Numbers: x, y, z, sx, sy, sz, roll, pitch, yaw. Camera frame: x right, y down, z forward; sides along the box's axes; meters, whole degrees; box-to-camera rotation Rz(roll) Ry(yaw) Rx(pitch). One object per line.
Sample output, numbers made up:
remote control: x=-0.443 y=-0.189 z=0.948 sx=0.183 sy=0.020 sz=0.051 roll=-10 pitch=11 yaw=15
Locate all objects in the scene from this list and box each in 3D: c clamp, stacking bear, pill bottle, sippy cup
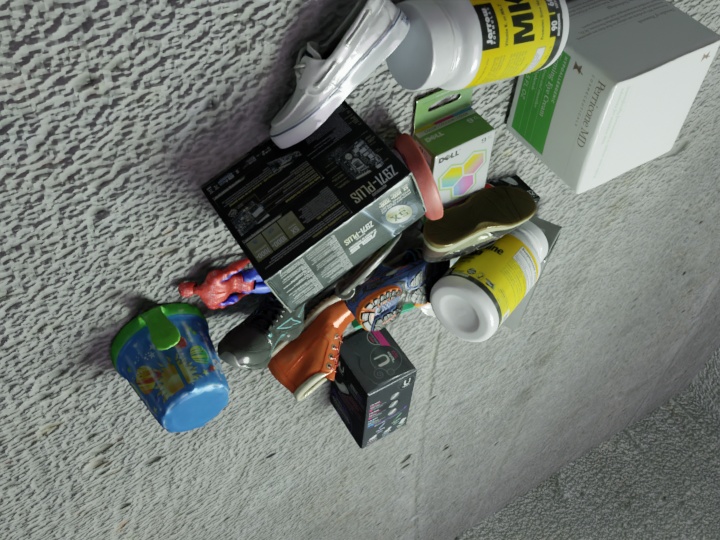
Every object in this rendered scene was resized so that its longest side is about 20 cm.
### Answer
c clamp: x=0.000 y=0.000 z=1.062 sx=0.171 sy=0.027 sz=0.200 roll=-44 pitch=-176 yaw=2
stacking bear: x=-0.006 y=-0.085 z=0.964 sx=0.199 sy=0.122 sz=0.114 roll=-25 pitch=179 yaw=0
pill bottle: x=0.132 y=-0.272 z=0.858 sx=0.199 sy=0.114 sz=0.115 roll=-20 pitch=144 yaw=-28
pill bottle: x=0.203 y=0.007 z=1.137 sx=0.200 sy=0.112 sz=0.113 roll=-43 pitch=156 yaw=-35
sippy cup: x=-0.240 y=0.135 z=0.978 sx=0.140 sy=0.130 sz=0.178 roll=-45 pitch=148 yaw=10

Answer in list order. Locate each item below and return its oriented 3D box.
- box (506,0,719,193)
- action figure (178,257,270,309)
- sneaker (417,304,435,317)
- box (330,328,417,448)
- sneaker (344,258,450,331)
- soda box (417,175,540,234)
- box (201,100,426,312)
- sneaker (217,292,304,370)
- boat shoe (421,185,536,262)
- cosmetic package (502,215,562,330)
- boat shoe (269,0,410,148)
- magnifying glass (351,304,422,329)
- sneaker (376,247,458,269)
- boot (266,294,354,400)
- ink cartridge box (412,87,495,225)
box: x=0.343 y=-0.256 z=1.042 sx=0.199 sy=0.171 sz=0.199 roll=-25 pitch=146 yaw=-21
action figure: x=-0.146 y=0.013 z=0.999 sx=0.199 sy=0.052 sz=0.066 roll=-9 pitch=133 yaw=-32
sneaker: x=0.157 y=0.027 z=1.323 sx=0.200 sy=0.076 sz=0.081 roll=-13 pitch=133 yaw=-48
box: x=0.020 y=0.210 z=1.353 sx=0.106 sy=0.122 sz=0.200 roll=-24 pitch=146 yaw=-22
sneaker: x=0.058 y=0.017 z=1.123 sx=0.199 sy=0.078 sz=0.076 roll=-23 pitch=127 yaw=-33
soda box: x=0.192 y=-0.094 z=1.198 sx=0.199 sy=0.063 sz=0.071 roll=-16 pitch=142 yaw=-33
box: x=-0.054 y=-0.081 z=0.862 sx=0.200 sy=0.164 sz=0.086 roll=-37 pitch=148 yaw=-4
sneaker: x=-0.134 y=0.071 z=1.036 sx=0.080 sy=0.075 sz=0.200 roll=-69 pitch=169 yaw=23
boat shoe: x=0.169 y=-0.066 z=1.097 sx=0.200 sy=0.072 sz=0.066 roll=-22 pitch=156 yaw=-27
cosmetic package: x=0.292 y=0.004 z=1.379 sx=0.107 sy=0.090 sz=0.201 roll=-54 pitch=160 yaw=-38
boat shoe: x=-0.038 y=-0.219 z=0.807 sx=0.200 sy=0.074 sz=0.065 roll=-43 pitch=119 yaw=16
magnifying glass: x=0.073 y=0.060 z=1.228 sx=0.199 sy=0.023 sz=0.079 roll=-23 pitch=170 yaw=27
sneaker: x=0.109 y=-0.011 z=1.217 sx=0.199 sy=0.072 sz=0.073 roll=-23 pitch=138 yaw=-30
boot: x=-0.051 y=0.113 z=1.165 sx=0.200 sy=0.107 sz=0.075 roll=-40 pitch=159 yaw=1
ink cartridge box: x=0.127 y=-0.161 z=1.047 sx=0.103 sy=0.059 sz=0.200 roll=-26 pitch=147 yaw=-20
